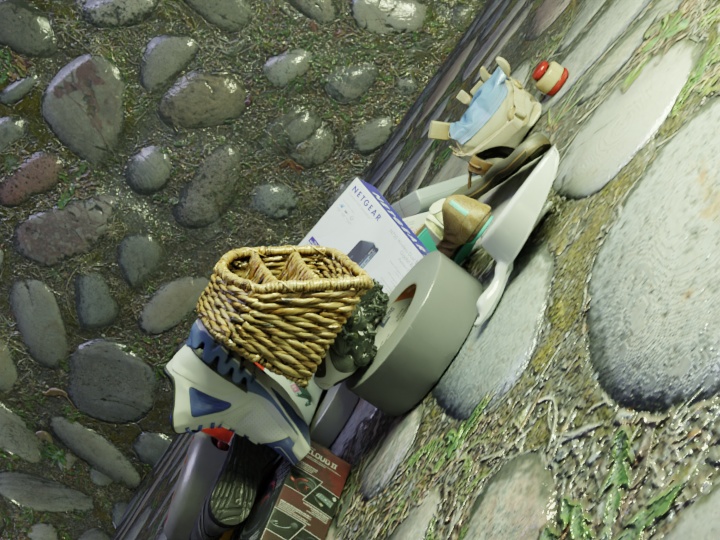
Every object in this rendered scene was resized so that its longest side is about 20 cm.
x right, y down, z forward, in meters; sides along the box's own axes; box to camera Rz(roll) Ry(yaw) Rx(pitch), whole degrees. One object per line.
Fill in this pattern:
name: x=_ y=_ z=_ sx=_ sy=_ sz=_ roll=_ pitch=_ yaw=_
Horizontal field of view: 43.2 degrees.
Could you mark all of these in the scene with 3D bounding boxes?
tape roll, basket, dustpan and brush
tape roll: x=0.063 y=0.076 z=1.103 sx=0.200 sy=0.066 sz=0.200 roll=-54 pitch=10 yaw=13
basket: x=-0.098 y=0.019 z=1.062 sx=0.149 sy=0.143 sz=0.200 roll=-58 pitch=18 yaw=4
dustpan and brush: x=0.165 y=-0.029 z=1.007 sx=0.200 sy=0.057 sz=0.140 roll=-52 pitch=-5 yaw=-15
tape roll: x=-0.058 y=0.213 z=1.368 sx=0.203 sy=0.037 sz=0.203 roll=-54 pitch=9 yaw=13

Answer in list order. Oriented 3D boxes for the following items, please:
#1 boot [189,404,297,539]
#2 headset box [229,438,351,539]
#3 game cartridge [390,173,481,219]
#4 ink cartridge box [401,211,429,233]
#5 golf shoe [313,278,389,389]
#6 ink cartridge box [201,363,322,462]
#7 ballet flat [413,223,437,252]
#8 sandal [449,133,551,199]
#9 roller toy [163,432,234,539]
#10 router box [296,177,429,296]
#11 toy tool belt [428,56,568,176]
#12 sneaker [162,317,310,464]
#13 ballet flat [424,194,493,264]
boot: x=-0.155 y=0.254 z=1.153 sx=0.200 sy=0.070 sz=0.132 roll=-57 pitch=2 yaw=-40
headset box: x=-0.096 y=0.306 z=1.095 sx=0.149 sy=0.075 sz=0.200 roll=-49 pitch=11 yaw=40
game cartridge: x=0.095 y=-0.094 z=1.429 sx=0.133 sy=0.042 sz=0.200 roll=-24 pitch=-5 yaw=-22
ink cartridge box: x=0.065 y=-0.042 z=1.412 sx=0.119 sy=0.042 sz=0.200 roll=-16 pitch=-12 yaw=-23
golf shoe: x=-0.022 y=0.068 z=1.130 sx=0.095 sy=0.078 sz=0.200 roll=-52 pitch=8 yaw=28
ink cartridge box: x=-0.147 y=0.172 z=1.298 sx=0.044 sy=0.173 sz=0.200 roll=-60 pitch=5 yaw=35
ballet flat: x=0.080 y=-0.007 z=1.300 sx=0.200 sy=0.070 sz=0.065 roll=-55 pitch=13 yaw=3
sandal: x=0.179 y=-0.143 z=1.227 sx=0.082 sy=0.055 sz=0.200 roll=-33 pitch=-2 yaw=-26
roller toy: x=-0.203 y=0.328 z=1.363 sx=0.200 sy=0.140 sz=0.183 roll=121 pitch=164 yaw=-58
router box: x=0.000 y=0.000 z=1.279 sx=0.180 sy=0.049 sz=0.200 roll=-49 pitch=54 yaw=15
toy tool belt: x=0.201 y=-0.249 z=1.353 sx=0.200 sy=0.123 sz=0.125 roll=-53 pitch=9 yaw=17
sneaker: x=-0.157 y=0.160 z=1.066 sx=0.115 sy=0.199 sz=0.081 roll=-42 pitch=9 yaw=5
ballet flat: x=0.116 y=-0.055 z=1.138 sx=0.068 sy=0.072 sz=0.200 roll=-52 pitch=-6 yaw=-6
